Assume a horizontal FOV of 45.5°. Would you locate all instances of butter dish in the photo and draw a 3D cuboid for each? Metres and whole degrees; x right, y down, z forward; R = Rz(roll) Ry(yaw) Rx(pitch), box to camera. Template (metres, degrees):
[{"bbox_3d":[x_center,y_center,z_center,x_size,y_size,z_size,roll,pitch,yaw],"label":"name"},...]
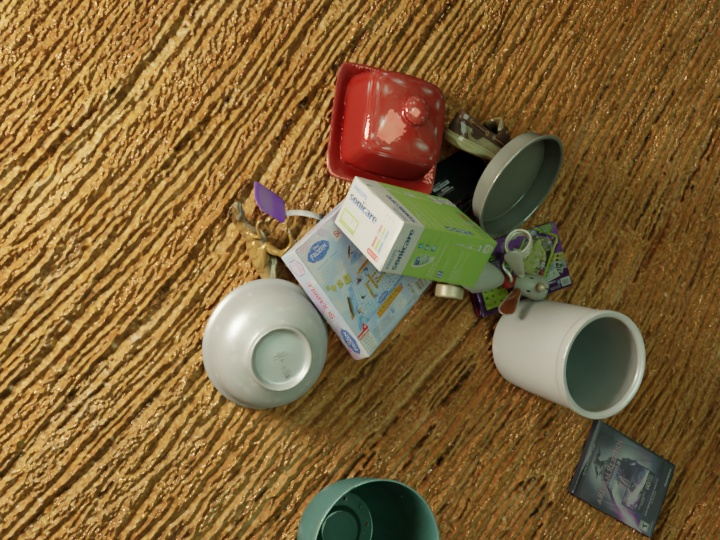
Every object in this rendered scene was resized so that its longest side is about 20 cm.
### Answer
[{"bbox_3d":[0.063,-0.238,1.370,0.198,0.148,0.202,11,79,-22],"label":"butter dish"}]

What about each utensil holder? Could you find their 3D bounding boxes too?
[{"bbox_3d":[0.337,0.138,1.417,0.168,0.199,0.172,-3,96,-25],"label":"utensil holder"}]

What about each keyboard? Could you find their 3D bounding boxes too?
[{"bbox_3d":[0.141,-0.125,1.466,0.199,0.040,0.104,-32,75,-21],"label":"keyboard"}]

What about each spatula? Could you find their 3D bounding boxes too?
[{"bbox_3d":[-0.082,-0.085,1.357,0.198,0.021,0.057,18,44,-25],"label":"spatula"}]

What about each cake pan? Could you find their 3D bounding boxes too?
[{"bbox_3d":[0.261,-0.147,1.446,0.199,0.201,0.037,-35,57,-22],"label":"cake pan"}]

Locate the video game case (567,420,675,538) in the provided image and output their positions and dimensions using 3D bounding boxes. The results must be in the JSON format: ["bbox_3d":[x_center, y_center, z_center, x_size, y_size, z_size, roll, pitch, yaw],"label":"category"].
[{"bbox_3d":[0.480,0.381,1.571,0.199,0.019,0.144,31,74,-19],"label":"video game case"}]

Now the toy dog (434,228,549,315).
[{"bbox_3d":[0.220,0.009,1.412,0.197,0.096,0.134,-11,93,-8],"label":"toy dog"}]

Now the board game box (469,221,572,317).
[{"bbox_3d":[0.274,-0.004,1.508,0.198,0.032,0.122,-16,95,-24],"label":"board game box"}]

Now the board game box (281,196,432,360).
[{"bbox_3d":[0.000,0.000,1.348,0.201,0.041,0.200,55,49,-12],"label":"board game box"}]

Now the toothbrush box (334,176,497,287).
[{"bbox_3d":[0.084,-0.058,1.305,0.198,0.146,0.087,11,115,-40],"label":"toothbrush box"}]

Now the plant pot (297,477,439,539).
[{"bbox_3d":[-0.004,0.403,1.282,0.198,0.161,0.204,2,85,-22],"label":"plant pot"}]

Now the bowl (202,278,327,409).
[{"bbox_3d":[-0.129,0.119,1.268,0.198,0.090,0.204,-4,101,-20],"label":"bowl"}]

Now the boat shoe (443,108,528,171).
[{"bbox_3d":[0.227,-0.224,1.458,0.198,0.072,0.073,14,107,-34],"label":"boat shoe"}]

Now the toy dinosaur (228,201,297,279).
[{"bbox_3d":[-0.143,-0.013,1.325,0.105,0.060,0.202,-19,90,3],"label":"toy dinosaur"}]
